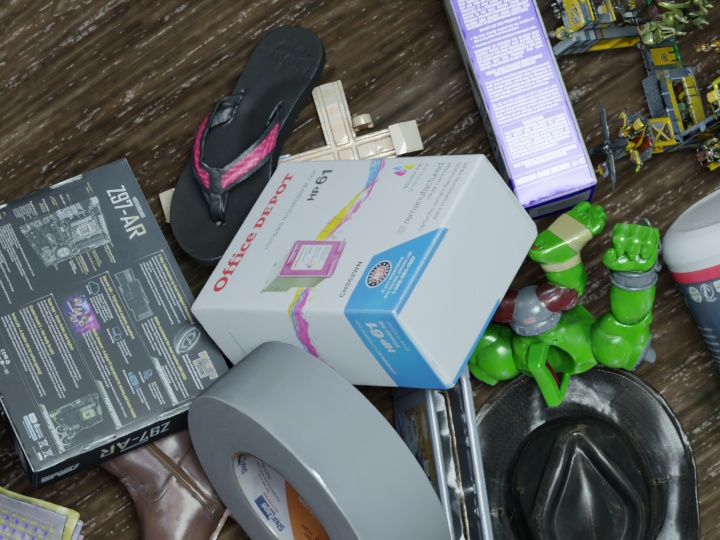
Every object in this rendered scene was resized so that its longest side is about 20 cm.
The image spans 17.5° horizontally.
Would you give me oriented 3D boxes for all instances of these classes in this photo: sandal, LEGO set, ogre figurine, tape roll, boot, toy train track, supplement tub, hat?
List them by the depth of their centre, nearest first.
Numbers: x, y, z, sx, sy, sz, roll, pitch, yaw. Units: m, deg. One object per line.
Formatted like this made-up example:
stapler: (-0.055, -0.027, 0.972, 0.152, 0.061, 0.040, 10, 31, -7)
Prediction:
tape roll: (-0.030, 0.147, 1.603, 0.066, 0.200, 0.200, -38, 84, -23)
supplement tub: (0.313, 0.034, 1.651, 0.140, 0.140, 0.200, -28, 99, -1)
LEGO set: (0.204, -0.165, 1.670, 0.116, 0.154, 0.200, -9, 86, -29)
ogre figurine: (0.127, 0.026, 1.678, 0.200, 0.098, 0.120, -18, 119, 9)
hat: (0.157, 0.163, 1.687, 0.200, 0.081, 0.201, 0, 84, 3)
boot: (-0.187, 0.152, 1.706, 0.200, 0.064, 0.186, 40, 74, 1)
sandal: (-0.088, -0.099, 1.715, 0.075, 0.045, 0.200, 17, 73, 21)
toy train track: (-0.052, -0.075, 1.739, 0.200, 0.033, 0.115, -16, 84, 1)

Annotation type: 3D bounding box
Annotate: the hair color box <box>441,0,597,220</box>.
hair color box: (0.111, -0.141, 1.702, 0.065, 0.109, 0.200, -17, 84, 2)

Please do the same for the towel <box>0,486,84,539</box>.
towel: (-0.304, 0.245, 1.722, 0.143, 0.023, 0.200, 24, 86, 3)

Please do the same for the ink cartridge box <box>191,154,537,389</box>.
ink cartridge box: (0.000, 0.000, 1.626, 0.085, 0.200, 0.145, 51, 56, -33)

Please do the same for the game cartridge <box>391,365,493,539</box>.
game cartridge: (0.058, 0.143, 1.664, 0.041, 0.133, 0.200, -6, 83, -15)

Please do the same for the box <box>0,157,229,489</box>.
box: (-0.202, 0.036, 1.689, 0.160, 0.044, 0.200, -23, 72, -17)
